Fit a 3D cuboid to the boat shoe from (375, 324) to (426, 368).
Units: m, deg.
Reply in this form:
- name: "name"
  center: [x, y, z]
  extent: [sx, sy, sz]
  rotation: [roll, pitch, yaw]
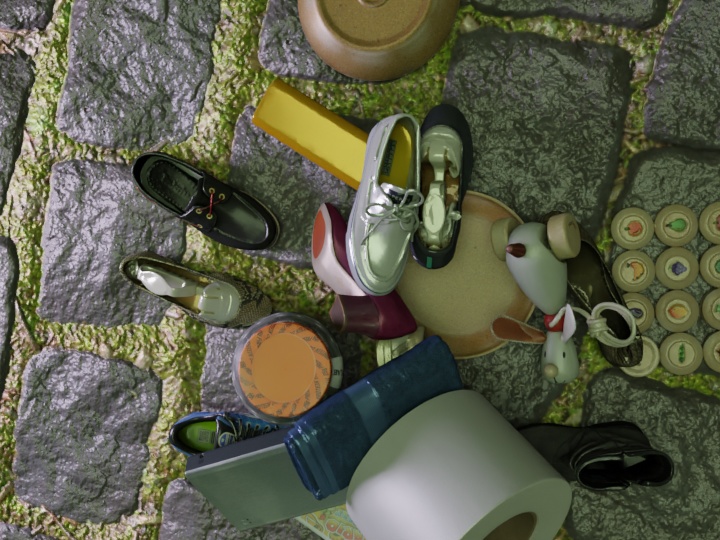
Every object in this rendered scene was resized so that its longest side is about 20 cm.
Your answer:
- name: "boat shoe"
  center: [0.061, 0.164, 0.968]
  extent: [0.064, 0.072, 0.202]
  rotation: [-6, 91, 12]

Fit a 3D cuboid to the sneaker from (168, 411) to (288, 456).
- name: "sneaker"
  center: [-0.142, 0.212, 1.014]
  extent: [0.198, 0.089, 0.079]
  rotation: [0, 83, 8]

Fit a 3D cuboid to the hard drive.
- name: "hard drive"
  center: [-0.085, 0.241, 0.976]
  extent: [0.199, 0.033, 0.140]
  rotation: [-19, 130, 13]

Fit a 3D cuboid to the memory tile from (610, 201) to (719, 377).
- name: "memory tile"
  center: [0.370, 0.022, 0.965]
  extent: [0.152, 0.017, 0.202]
  rotation: [-2, 92, 10]

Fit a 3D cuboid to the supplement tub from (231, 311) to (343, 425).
- name: "supplement tub"
  center: [-0.080, 0.110, 0.940]
  extent: [0.121, 0.200, 0.124]
  rotation: [0, 85, -2]

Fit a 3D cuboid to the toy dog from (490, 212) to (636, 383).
- name: "toy dog"
  center: [0.198, 0.029, 0.908]
  extent: [0.132, 0.096, 0.201]
  rotation: [-34, 82, 38]

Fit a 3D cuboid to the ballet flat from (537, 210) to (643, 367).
- name: "ballet flat"
  center: [0.267, 0.019, 0.946]
  extent: [0.067, 0.046, 0.201]
  rotation: [-25, 84, -10]

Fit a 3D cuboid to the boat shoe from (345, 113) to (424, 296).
- name: "boat shoe"
  center: [0.037, -0.074, 0.900]
  extent: [0.074, 0.086, 0.204]
  rotation: [12, 83, -16]

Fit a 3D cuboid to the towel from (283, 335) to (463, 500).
- name: "towel"
  center: [0.016, 0.152, 0.875]
  extent: [0.199, 0.112, 0.049]
  rotation: [-30, 43, -15]

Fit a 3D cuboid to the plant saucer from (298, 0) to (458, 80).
- name: "plant saucer"
  center: [0.018, -0.333, 0.993]
  extent: [0.199, 0.035, 0.202]
  rotation: [0, 92, 10]

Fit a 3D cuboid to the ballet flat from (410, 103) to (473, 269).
- name: "ballet flat"
  center: [0.092, -0.103, 0.946]
  extent: [0.072, 0.073, 0.202]
  rotation: [5, 81, 9]

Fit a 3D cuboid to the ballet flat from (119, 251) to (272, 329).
- name: "ballet flat"
  center: [-0.211, 0.028, 1.030]
  extent: [0.199, 0.075, 0.068]
  rotation: [20, 94, 8]

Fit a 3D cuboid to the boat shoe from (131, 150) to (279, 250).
- name: "boat shoe"
  center: [-0.195, -0.084, 1.032]
  extent: [0.201, 0.063, 0.074]
  rotation: [30, 94, 6]

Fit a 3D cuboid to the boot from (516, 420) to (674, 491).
- name: "boot"
  center: [0.237, 0.214, 0.932]
  extent: [0.199, 0.132, 0.070]
  rotation: [-15, 90, 7]

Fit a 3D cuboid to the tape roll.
- name: "tape roll"
  center: [0.103, 0.247, 0.876]
  extent: [0.203, 0.202, 0.139]
  rotation: [-50, 51, 7]

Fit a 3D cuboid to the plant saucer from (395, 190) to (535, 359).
- name: "plant saucer"
  center: [0.116, 0.004, 0.996]
  extent: [0.199, 0.035, 0.202]
  rotation: [0, 92, 9]

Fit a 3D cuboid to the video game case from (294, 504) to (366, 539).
- name: "video game case"
  center: [0.031, 0.277, 1.025]
  extent: [0.199, 0.023, 0.183]
  rotation: [33, 97, 7]

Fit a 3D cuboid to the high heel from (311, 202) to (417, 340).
- name: "high heel"
  center: [0.000, 0.000, 0.984]
  extent: [0.095, 0.068, 0.201]
  rotation: [7, 50, -25]

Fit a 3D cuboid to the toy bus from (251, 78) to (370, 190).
- name: "toy bus"
  center: [-0.026, -0.149, 0.992]
  extent: [0.199, 0.078, 0.065]
  rotation: [33, 97, 7]
